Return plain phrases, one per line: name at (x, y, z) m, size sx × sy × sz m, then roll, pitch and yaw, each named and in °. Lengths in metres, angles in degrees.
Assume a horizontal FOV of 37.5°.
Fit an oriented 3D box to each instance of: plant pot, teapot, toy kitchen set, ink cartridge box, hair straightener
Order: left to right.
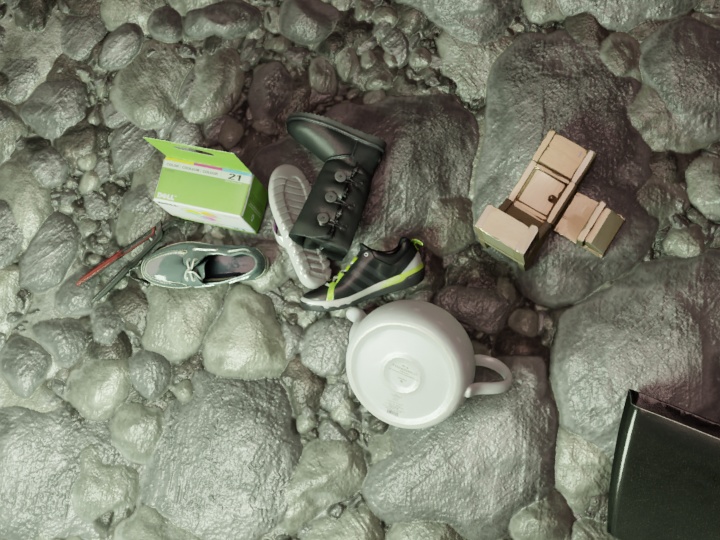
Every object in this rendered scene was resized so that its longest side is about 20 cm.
hair straightener at (-0.347, -0.010, 1.680) m, size 0.200 × 0.041 × 0.077 m, roll -37°, pitch 97°, yaw -5°
ink cartridge box at (-0.238, -0.127, 1.594) m, size 0.148 × 0.200 × 0.076 m, roll 12°, pitch 81°, yaw 12°
teapot at (0.086, 0.122, 1.526) m, size 0.197 × 0.146 × 0.200 m, roll -27°, pitch 97°, yaw 28°
toy kitchen set at (0.288, -0.091, 1.512) m, size 0.163 × 0.180 × 0.200 m, roll 32°, pitch 89°, yaw 13°
plant pot at (0.424, 0.285, 1.418) m, size 0.199 × 0.200 × 0.178 m, roll 22°, pitch 96°, yaw 12°

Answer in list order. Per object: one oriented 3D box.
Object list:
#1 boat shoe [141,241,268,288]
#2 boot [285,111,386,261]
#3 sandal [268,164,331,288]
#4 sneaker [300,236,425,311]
boat shoe at (-0.244, -0.009, 1.632) m, size 0.200 × 0.062 × 0.073 m, roll -1°, pitch 90°, yaw 3°
boot at (-0.066, -0.130, 1.618) m, size 0.165 × 0.066 × 0.200 m, roll 17°, pitch 73°, yaw 7°
sandal at (-0.104, -0.065, 1.635) m, size 0.050 × 0.082 × 0.203 m, roll -29°, pitch 71°, yaw 47°
sneaker at (0.000, 0.000, 1.589) m, size 0.200 × 0.072 × 0.083 m, roll -18°, pitch 101°, yaw -5°
